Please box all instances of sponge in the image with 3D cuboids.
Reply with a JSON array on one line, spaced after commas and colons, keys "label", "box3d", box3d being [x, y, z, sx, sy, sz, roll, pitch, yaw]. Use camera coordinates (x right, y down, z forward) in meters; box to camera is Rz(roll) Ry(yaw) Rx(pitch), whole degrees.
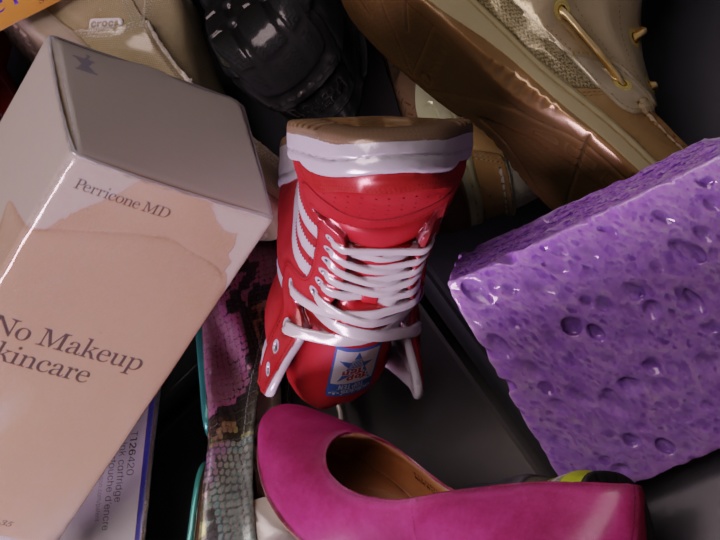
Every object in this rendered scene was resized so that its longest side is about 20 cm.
[{"label": "sponge", "box3d": [0.143, 0.005, 0.717, 0.199, 0.112, 0.030, -26, 20, 22]}]

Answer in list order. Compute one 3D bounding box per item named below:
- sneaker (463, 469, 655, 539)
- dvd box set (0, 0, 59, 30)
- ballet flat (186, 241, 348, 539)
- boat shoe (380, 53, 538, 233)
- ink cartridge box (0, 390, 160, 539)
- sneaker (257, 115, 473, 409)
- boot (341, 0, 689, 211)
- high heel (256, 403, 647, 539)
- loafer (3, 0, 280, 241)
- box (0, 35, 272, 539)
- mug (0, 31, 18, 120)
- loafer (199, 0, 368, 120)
[{"label": "sneaker", "box3d": [0.057, 0.173, 0.743, 0.081, 0.073, 0.202, 5, 78, 55]}, {"label": "dvd box set", "box3d": [-0.168, -0.176, 0.888, 0.199, 0.030, 0.147, -29, 54, -8]}, {"label": "ballet flat", "box3d": [-0.040, 0.081, 0.832, 0.070, 0.069, 0.202, -4, 71, 10]}, {"label": "boat shoe", "box3d": [0.043, -0.114, 0.846, 0.075, 0.072, 0.202, -16, 70, 1]}, {"label": "ink cartridge box", "box3d": [-0.164, 0.054, 0.925, 0.198, 0.047, 0.200, -6, 69, 28]}, {"label": "sneaker", "box3d": [0.000, 0.000, 0.736, 0.070, 0.200, 0.114, 2, 89, -6]}, {"label": "boot", "box3d": [0.109, -0.105, 0.783, 0.200, 0.073, 0.156, 40, 67, 4]}, {"label": "high heel", "box3d": [0.031, 0.074, 0.699, 0.200, 0.067, 0.097, 35, 117, 42]}, {"label": "loafer", "box3d": [-0.093, -0.091, 0.868, 0.068, 0.076, 0.200, -45, 66, -8]}, {"label": "box", "box3d": [-0.126, 0.013, 0.787, 0.201, 0.094, 0.078, -55, 34, 30]}, {"label": "mug", "box3d": [-0.228, -0.042, 0.918, 0.133, 0.176, 0.202, -45, 26, 53]}, {"label": "loafer", "box3d": [-0.034, -0.121, 0.863, 0.068, 0.070, 0.201, -37, 27, 14]}]
